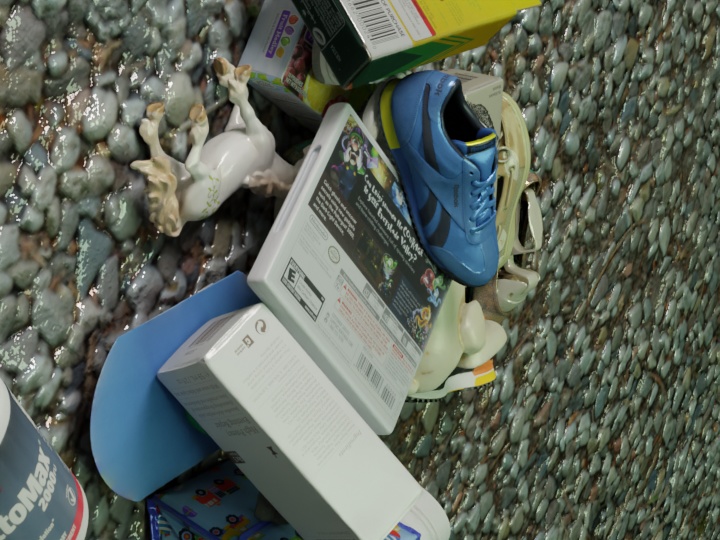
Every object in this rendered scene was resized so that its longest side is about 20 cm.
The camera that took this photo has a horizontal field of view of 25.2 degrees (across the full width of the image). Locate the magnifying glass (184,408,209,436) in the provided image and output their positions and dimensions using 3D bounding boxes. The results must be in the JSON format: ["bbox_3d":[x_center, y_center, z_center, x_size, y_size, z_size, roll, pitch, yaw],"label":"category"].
[{"bbox_3d":[-0.074,0.054,1.331,0.200,0.022,0.080,-48,141,-22],"label":"magnifying glass"}]

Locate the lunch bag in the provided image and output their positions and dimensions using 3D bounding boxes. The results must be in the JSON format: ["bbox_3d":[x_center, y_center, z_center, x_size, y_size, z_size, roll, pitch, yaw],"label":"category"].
[{"bbox_3d":[-0.058,0.237,1.351,0.150,0.199,0.095,-20,120,-53],"label":"lunch bag"}]

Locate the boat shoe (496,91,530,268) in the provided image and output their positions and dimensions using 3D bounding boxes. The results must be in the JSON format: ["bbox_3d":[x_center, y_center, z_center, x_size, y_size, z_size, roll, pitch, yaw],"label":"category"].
[{"bbox_3d":[0.122,-0.082,1.622,0.063,0.073,0.202,-37,140,-51],"label":"boat shoe"}]

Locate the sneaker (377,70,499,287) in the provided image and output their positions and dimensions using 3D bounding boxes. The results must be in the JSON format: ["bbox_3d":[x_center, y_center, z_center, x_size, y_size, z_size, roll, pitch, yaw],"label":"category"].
[{"bbox_3d":[0.082,-0.070,1.317,0.066,0.078,0.201,-46,124,-40],"label":"sneaker"}]

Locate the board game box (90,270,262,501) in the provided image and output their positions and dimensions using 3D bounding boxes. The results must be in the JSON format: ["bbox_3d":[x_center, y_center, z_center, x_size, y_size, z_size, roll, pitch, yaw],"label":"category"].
[{"bbox_3d":[-0.153,0.088,1.296,0.200,0.039,0.159,-31,132,-41],"label":"board game box"}]

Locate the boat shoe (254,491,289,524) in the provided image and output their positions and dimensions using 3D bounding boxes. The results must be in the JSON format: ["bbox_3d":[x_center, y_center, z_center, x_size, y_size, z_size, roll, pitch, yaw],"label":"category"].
[{"bbox_3d":[-0.069,0.126,1.369,0.067,0.057,0.201,93,-9,-48],"label":"boat shoe"}]

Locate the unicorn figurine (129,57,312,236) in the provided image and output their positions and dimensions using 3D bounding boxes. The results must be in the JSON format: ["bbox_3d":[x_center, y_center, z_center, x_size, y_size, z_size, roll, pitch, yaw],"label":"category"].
[{"bbox_3d":[-0.098,-0.093,1.279,0.199,0.074,0.138,-29,126,-24],"label":"unicorn figurine"}]

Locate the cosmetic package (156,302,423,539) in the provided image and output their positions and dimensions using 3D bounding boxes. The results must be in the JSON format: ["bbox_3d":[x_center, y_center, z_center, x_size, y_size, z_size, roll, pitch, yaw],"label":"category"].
[{"bbox_3d":[-0.055,0.125,1.241,0.074,0.102,0.200,-45,102,-27],"label":"cosmetic package"}]

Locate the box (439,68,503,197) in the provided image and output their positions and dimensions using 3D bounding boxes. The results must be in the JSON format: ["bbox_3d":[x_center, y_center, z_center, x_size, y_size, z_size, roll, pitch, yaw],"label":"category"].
[{"bbox_3d":[0.088,-0.088,1.565,0.082,0.068,0.201,-29,126,-51],"label":"box"}]

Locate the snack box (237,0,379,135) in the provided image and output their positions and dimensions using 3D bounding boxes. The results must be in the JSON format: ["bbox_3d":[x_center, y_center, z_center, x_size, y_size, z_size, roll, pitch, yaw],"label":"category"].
[{"bbox_3d":[-0.016,-0.225,1.359,0.142,0.053,0.201,35,75,-58],"label":"snack box"}]

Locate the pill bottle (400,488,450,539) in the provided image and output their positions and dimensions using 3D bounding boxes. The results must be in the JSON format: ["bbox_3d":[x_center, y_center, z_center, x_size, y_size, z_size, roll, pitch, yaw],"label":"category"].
[{"bbox_3d":[-0.003,0.297,1.544,0.200,0.115,0.116,-46,139,-37],"label":"pill bottle"}]

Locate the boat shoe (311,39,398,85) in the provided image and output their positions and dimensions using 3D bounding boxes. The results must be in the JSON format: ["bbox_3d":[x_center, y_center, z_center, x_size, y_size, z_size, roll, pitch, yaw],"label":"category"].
[{"bbox_3d":[0.040,-0.203,1.343,0.202,0.064,0.075,-33,131,-45],"label":"boat shoe"}]

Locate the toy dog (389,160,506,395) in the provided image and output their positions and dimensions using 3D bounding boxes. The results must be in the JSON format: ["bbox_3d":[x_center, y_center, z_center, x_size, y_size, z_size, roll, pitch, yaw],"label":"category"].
[{"bbox_3d":[0.036,-0.003,1.460,0.194,0.139,0.201,-41,130,-53],"label":"toy dog"}]

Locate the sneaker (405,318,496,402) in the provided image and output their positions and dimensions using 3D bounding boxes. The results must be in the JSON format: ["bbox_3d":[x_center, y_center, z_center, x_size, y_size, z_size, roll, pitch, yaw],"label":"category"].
[{"bbox_3d":[0.070,0.081,1.624,0.200,0.070,0.091,-7,94,-57],"label":"sneaker"}]

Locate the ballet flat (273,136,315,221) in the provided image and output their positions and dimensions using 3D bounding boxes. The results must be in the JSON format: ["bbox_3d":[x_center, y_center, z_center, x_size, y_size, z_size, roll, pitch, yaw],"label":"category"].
[{"bbox_3d":[-0.045,-0.019,1.402,0.071,0.070,0.201,-28,126,-50],"label":"ballet flat"}]

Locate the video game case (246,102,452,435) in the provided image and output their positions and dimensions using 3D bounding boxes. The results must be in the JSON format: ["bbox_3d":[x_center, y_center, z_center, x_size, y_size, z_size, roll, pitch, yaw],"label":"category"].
[{"bbox_3d":[0.000,0.000,1.286,0.200,0.023,0.183,52,49,-37],"label":"video game case"}]

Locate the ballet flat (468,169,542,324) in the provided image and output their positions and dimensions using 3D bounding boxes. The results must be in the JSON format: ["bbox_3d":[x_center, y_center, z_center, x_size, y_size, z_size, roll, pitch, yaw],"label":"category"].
[{"bbox_3d":[0.157,-0.015,1.707,0.068,0.067,0.201,-23,122,-52],"label":"ballet flat"}]

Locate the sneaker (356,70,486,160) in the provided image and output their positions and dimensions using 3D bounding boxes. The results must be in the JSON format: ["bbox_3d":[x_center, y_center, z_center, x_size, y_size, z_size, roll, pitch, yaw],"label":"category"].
[{"bbox_3d":[0.055,-0.122,1.385,0.075,0.081,0.200,-52,163,25],"label":"sneaker"}]

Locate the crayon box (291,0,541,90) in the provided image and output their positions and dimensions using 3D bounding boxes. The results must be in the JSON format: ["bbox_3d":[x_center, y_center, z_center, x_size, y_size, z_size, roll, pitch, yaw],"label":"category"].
[{"bbox_3d":[0.038,-0.228,1.276,0.199,0.051,0.127,-22,78,-38],"label":"crayon box"}]

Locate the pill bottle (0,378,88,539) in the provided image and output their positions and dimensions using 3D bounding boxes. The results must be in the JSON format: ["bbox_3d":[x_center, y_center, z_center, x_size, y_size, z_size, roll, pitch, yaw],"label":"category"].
[{"bbox_3d":[-0.269,0.124,1.051,0.120,0.119,0.200,-56,143,-27],"label":"pill bottle"}]
